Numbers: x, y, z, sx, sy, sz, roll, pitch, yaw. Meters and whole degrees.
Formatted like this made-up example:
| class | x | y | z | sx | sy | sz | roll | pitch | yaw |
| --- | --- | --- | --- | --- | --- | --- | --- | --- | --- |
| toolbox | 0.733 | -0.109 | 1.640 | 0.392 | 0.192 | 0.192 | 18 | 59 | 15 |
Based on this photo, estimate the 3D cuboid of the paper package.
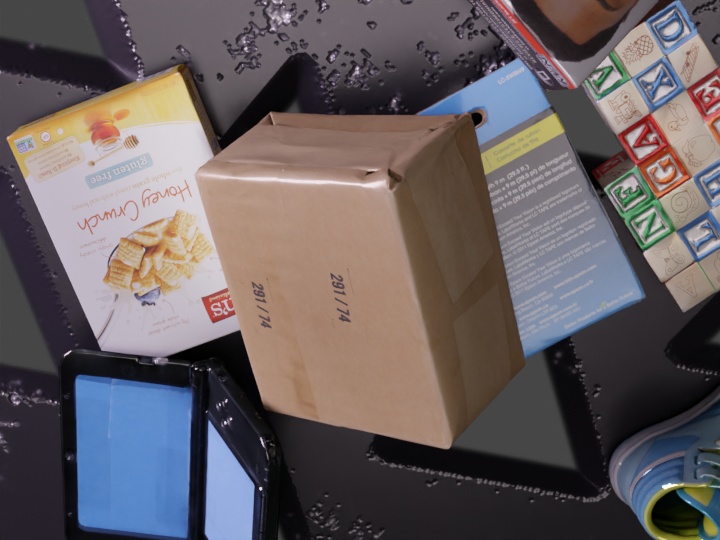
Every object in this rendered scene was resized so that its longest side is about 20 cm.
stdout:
| class | x | y | z | sx | sy | sz | roll | pitch | yaw |
| --- | --- | --- | --- | --- | --- | --- | --- | --- | --- |
| paper package | 0.000 | 0.000 | 0.897 | 0.189 | 0.103 | 0.203 | 7 | 124 | 39 |

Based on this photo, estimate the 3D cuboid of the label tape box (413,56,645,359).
| class | x | y | z | sx | sy | sz | roll | pitch | yaw |
| --- | --- | --- | --- | --- | --- | --- | --- | --- | --- |
| label tape box | 0.103 | -0.041 | 0.967 | 0.143 | 0.063 | 0.202 | -27 | 102 | 8 |

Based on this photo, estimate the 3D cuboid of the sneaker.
| class | x | y | z | sx | sy | sz | roll | pitch | yaw |
| --- | --- | --- | --- | --- | --- | --- | --- | --- | --- |
| sneaker | 0.291 | 0.145 | 0.991 | 0.199 | 0.131 | 0.080 | -34 | 103 | 10 |

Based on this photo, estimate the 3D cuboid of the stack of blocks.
| class | x | y | z | sx | sy | sz | roll | pitch | yaw |
| --- | --- | --- | --- | --- | --- | --- | --- | --- | --- |
| stack of blocks | 0.229 | -0.087 | 0.955 | 0.114 | 0.059 | 0.201 | -33 | 105 | 10 |

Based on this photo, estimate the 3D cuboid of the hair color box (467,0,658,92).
| class | x | y | z | sx | sy | sz | roll | pitch | yaw |
| --- | --- | --- | --- | --- | --- | --- | --- | --- | --- |
| hair color box | 0.172 | -0.228 | 0.881 | 0.101 | 0.061 | 0.200 | 44 | 86 | -13 |

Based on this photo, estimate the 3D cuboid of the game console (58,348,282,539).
| class | x | y | z | sx | sy | sz | roll | pitch | yaw |
| --- | --- | --- | --- | --- | --- | --- | --- | --- | --- |
| game console | -0.148 | 0.176 | 0.994 | 0.115 | 0.176 | 0.203 | -12 | 124 | -27 |

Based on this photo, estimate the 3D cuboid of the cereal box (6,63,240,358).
| class | x | y | z | sx | sy | sz | roll | pitch | yaw |
| --- | --- | --- | --- | --- | --- | --- | --- | --- | --- |
| cereal box | -0.160 | -0.036 | 0.981 | 0.142 | 0.040 | 0.202 | -20 | 107 | 7 |
